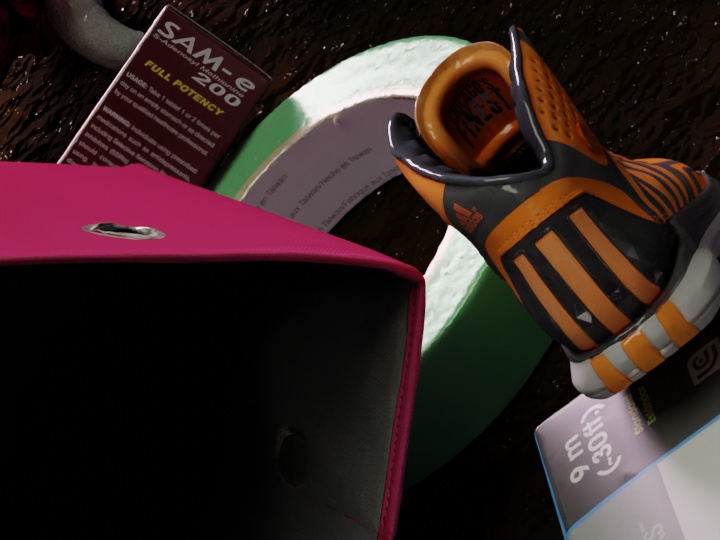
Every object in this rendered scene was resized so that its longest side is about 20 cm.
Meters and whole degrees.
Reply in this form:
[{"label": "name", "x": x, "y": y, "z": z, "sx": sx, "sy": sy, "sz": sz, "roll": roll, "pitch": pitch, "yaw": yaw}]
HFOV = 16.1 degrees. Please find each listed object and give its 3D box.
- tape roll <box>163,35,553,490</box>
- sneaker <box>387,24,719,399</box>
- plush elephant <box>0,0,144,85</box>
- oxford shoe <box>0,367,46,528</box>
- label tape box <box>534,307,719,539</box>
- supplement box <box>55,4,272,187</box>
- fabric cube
[{"label": "tape roll", "x": 0.000, "y": 0.000, "z": 1.025, "sx": 0.200, "sy": 0.048, "sz": 0.201, "roll": -30, "pitch": 39, "yaw": 28}, {"label": "sneaker", "x": 0.070, "y": -0.035, "z": 0.867, "sx": 0.078, "sy": 0.112, "sz": 0.200, "roll": -39, "pitch": 6, "yaw": 8}, {"label": "plush elephant", "x": -0.179, "y": -0.136, "z": 1.283, "sx": 0.155, "sy": 0.165, "sz": 0.200, "roll": -19, "pitch": 70, "yaw": -16}, {"label": "oxford shoe", "x": -0.197, "y": 0.080, "z": 1.024, "sx": 0.200, "sy": 0.071, "sz": 0.073, "roll": -26, "pitch": 28, "yaw": -23}, {"label": "label tape box", "x": 0.112, "y": 0.092, "z": 0.799, "sx": 0.200, "sy": 0.066, "sz": 0.143, "roll": -37, "pitch": 37, "yaw": 17}, {"label": "supplement box", "x": -0.121, "y": -0.013, "z": 1.125, "sx": 0.200, "sy": 0.061, "sz": 0.109, "roll": -57, "pitch": 4, "yaw": -7}, {"label": "fabric cube", "x": -0.119, "y": 0.069, "z": 0.904, "sx": 0.199, "sy": 0.196, "sz": 0.200, "roll": 23, "pitch": 108, "yaw": 54}]
